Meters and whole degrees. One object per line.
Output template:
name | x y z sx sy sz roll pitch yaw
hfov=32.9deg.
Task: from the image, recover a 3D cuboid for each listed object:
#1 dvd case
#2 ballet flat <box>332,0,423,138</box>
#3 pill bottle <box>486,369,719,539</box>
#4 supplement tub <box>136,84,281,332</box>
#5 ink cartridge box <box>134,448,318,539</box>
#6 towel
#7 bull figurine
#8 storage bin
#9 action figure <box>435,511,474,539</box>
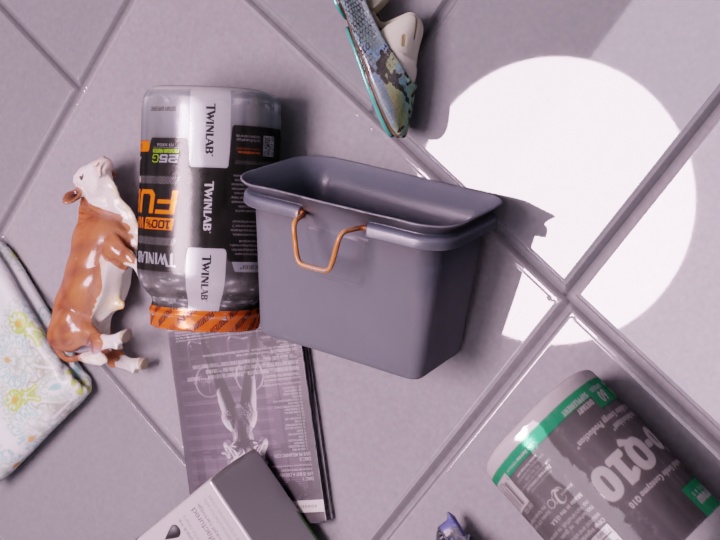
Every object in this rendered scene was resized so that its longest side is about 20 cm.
dvd case | -0.103 0.130 1.107 0.147 0.016 0.204 -8 89 29
ballet flat | 0.013 -0.209 0.990 0.074 0.074 0.203 -27 84 28
pill bottle | 0.195 0.181 0.887 0.200 0.113 0.113 47 114 17
supplement tub | -0.130 -0.052 1.044 0.121 0.122 0.204 4 93 29
ink cartridge box | -0.133 0.279 1.084 0.200 0.084 0.147 -41 82 28
towel | -0.377 0.093 1.242 0.171 0.048 0.201 -43 74 26
bull figurine | -0.236 -0.002 1.143 0.120 0.065 0.203 25 106 29
storage bin | 0.000 0.000 0.978 0.197 0.145 0.137 14 111 28
action figure | 0.108 0.302 0.977 0.193 0.104 0.202 -39 50 19
